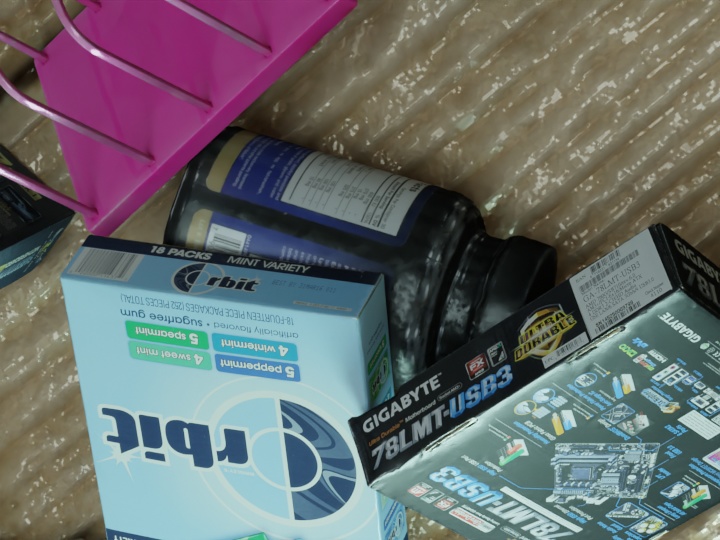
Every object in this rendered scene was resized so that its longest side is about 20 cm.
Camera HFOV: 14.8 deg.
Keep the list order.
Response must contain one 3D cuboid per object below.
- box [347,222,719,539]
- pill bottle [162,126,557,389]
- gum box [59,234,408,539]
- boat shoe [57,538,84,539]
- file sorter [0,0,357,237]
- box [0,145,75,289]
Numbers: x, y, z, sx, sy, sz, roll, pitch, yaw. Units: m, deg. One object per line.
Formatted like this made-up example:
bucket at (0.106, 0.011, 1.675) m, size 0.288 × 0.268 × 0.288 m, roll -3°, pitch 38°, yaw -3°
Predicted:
box at (0.129, 0.078, 1.440) m, size 0.198 × 0.200 × 0.050 m, roll -32°, pitch 52°, yaw 23°
pill bottle at (0.000, 0.000, 1.501) m, size 0.199 × 0.112 × 0.113 m, roll 17°, pitch 107°, yaw 14°
gum box at (-0.064, 0.084, 1.488) m, size 0.169 × 0.045 × 0.201 m, roll 8°, pitch 127°, yaw 18°
boat shoe at (-0.169, 0.194, 1.633) m, size 0.199 × 0.071 × 0.065 m, roll 18°, pitch 73°, yaw 22°
file sorter at (-0.129, -0.147, 1.471) m, size 0.200 × 0.125 × 0.140 m, roll -41°, pitch 48°, yaw 22°
box at (-0.273, -0.065, 1.552) m, size 0.200 × 0.158 × 0.051 m, roll 42°, pitch 112°, yaw 4°
